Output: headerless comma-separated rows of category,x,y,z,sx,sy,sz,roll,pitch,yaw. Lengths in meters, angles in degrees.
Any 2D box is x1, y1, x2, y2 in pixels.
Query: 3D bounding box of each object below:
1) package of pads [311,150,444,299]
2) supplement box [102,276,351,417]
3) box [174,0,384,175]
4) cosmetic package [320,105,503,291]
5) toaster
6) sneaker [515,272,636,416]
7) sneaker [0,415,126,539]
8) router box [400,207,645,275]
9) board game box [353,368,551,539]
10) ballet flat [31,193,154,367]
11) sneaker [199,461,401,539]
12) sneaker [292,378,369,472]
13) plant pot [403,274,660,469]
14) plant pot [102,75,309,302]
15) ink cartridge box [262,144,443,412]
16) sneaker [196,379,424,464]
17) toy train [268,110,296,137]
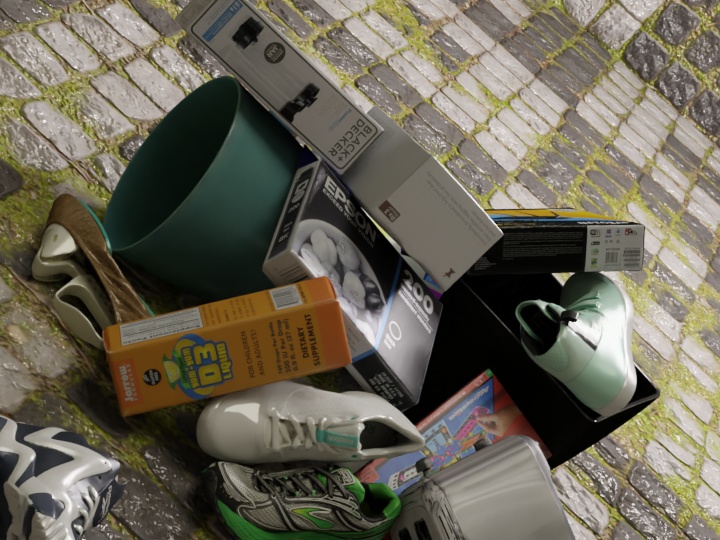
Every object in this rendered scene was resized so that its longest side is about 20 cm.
package of pads,0.016,-0.032,1.922,0.200,0.068,0.155,27,60,-11
supplement box,-0.113,0.064,1.548,0.069,0.200,0.067,-112,-171,-69
box,-0.076,-0.183,1.710,0.200,0.060,0.117,42,3,-18
cosmetic package,0.045,-0.071,1.731,0.113,0.081,0.200,46,1,-25
toaster,0.113,0.250,1.610,0.129,0.114,0.200,-16,78,-28
sneaker,0.201,0.040,1.769,0.118,0.074,0.201,37,25,-24
sneaker,-0.209,0.182,1.334,0.129,0.080,0.199,1,34,-44
router box,0.160,-0.031,1.836,0.200,0.051,0.149,-1,9,-26
board game box,0.080,0.185,1.693,0.200,0.019,0.103,-36,90,-32
ballet flat,-0.245,0.011,1.623,0.072,0.068,0.200,-12,58,-39
sneaker,-0.051,0.190,1.558,0.200,0.085,0.078,18,32,-41
sneaker,-0.045,0.127,1.688,0.200,0.075,0.088,18,20,-41
plant pot,0.150,0.125,1.865,0.200,0.177,0.199,47,24,17
plant pot,-0.122,-0.059,1.761,0.161,0.201,0.201,36,23,-25
ink cartridge box,0.000,0.000,1.686,0.198,0.043,0.200,50,30,-25
sneaker,-0.038,0.134,1.565,0.200,0.075,0.088,1,10,-30
toy train,-0.050,-0.103,2.020,0.200,0.116,0.085,19,17,-40
